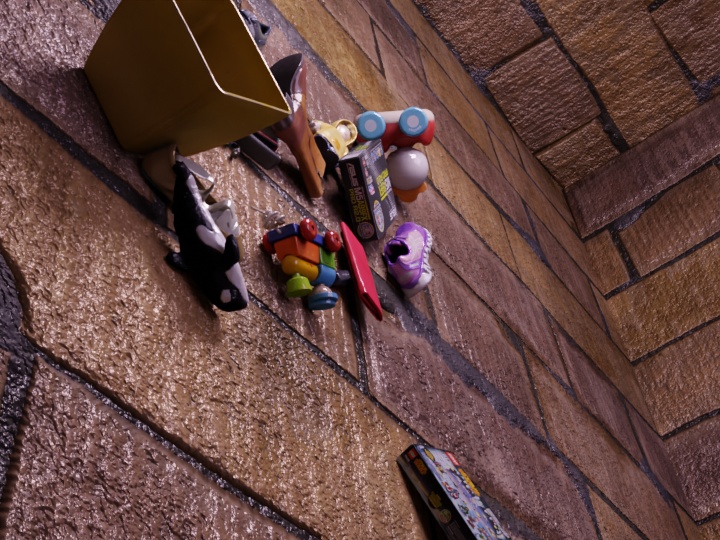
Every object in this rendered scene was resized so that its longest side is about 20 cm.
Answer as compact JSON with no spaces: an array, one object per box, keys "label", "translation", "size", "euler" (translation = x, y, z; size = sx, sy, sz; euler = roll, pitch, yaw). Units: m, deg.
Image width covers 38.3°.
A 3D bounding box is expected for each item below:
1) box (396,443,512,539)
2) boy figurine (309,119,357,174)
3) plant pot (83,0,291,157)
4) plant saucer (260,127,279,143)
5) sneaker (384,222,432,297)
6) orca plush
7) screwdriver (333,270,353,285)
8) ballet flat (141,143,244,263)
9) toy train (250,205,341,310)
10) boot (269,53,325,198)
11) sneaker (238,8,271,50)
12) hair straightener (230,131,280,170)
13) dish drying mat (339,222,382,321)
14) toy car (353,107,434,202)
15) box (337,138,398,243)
[{"label":"box","translation":[0.149,0.355,1.562],"size":[0.200,0.040,0.137],"euler":[54,15,29]},{"label":"boy figurine","translation":[-0.052,-0.237,1.989],"size":[0.125,0.064,0.200],"euler":[53,23,-7]},{"label":"plant pot","translation":[-0.244,-0.256,1.388],"size":[0.201,0.176,0.200],"euler":[61,20,12]},{"label":"plant saucer","translation":[-0.191,-0.298,1.779],"size":[0.201,0.039,0.201],"euler":[49,21,-26]},{"label":"sneaker","translation":[0.085,-0.040,2.010],"size":[0.088,0.080,0.201],"euler":[39,27,-24]},{"label":"orca plush","translation":[-0.208,-0.033,1.296],"size":[0.071,0.105,0.201],"euler":[-28,114,-33]},{"label":"screwdriver","translation":[-0.017,0.009,1.774],"size":[0.029,0.028,0.200],"euler":[31,10,10]},{"label":"ballet flat","translation":[-0.208,-0.088,1.392],"size":[0.200,0.063,0.069],"euler":[47,23,-28]},{"label":"toy train","translation":[-0.101,-0.013,1.529],"size":[0.200,0.084,0.116],"euler":[24,52,-57]},{"label":"boot","translation":[-0.096,-0.257,1.819],"size":[0.189,0.068,0.200],"euler":[-91,159,-44]},{"label":"sneaker","translation":[-0.223,-0.421,1.799],"size":[0.074,0.081,0.200],"euler":[37,10,18]},{"label":"hair straightener","translation":[-0.198,-0.217,1.638],"size":[0.200,0.041,0.077],"euler":[39,27,-42]},{"label":"dish drying mat","translation":[0.000,0.000,1.770],"size":[0.077,0.018,0.200],"euler":[52,13,-37]},{"label":"toy car","translation":[0.077,-0.244,2.232],"size":[0.184,0.176,0.201],"euler":[-63,148,-83]},{"label":"box","translation":[0.018,-0.155,1.980],"size":[0.200,0.044,0.161],"euler":[-51,128,-69]}]
